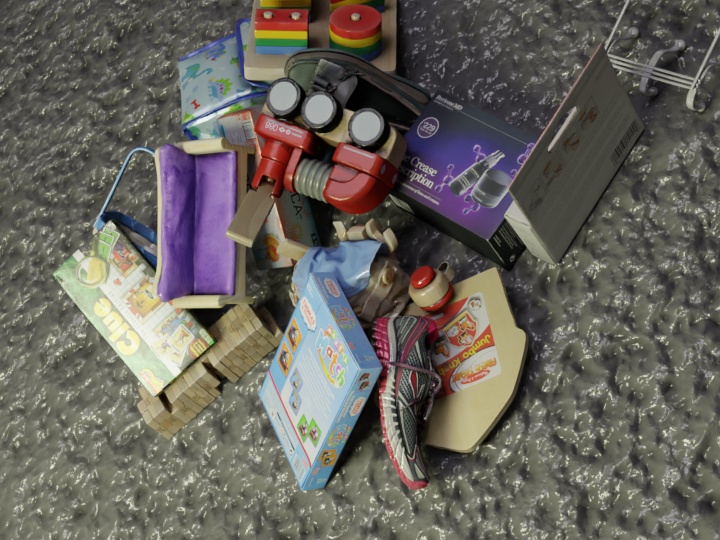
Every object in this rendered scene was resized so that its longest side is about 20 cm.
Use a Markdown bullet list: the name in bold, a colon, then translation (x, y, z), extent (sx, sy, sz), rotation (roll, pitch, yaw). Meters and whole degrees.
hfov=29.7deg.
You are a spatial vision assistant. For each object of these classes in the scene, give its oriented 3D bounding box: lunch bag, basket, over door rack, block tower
- **lunch bag**: translation (-0.142, -0.248, 1.839), extent (0.198, 0.128, 0.171), rotation (-22, 42, 10)
- **basket**: translation (-0.267, -0.036, 1.757), extent (0.175, 0.139, 0.201), rotation (35, 102, -4)
- **over door rack**: translation (0.377, -0.299, 1.602), extent (0.147, 0.066, 0.203), rotation (24, 97, 38)
- **block tower**: translation (-0.190, 0.121, 1.705), extent (0.199, 0.058, 0.054), rotation (-40, 51, 2)

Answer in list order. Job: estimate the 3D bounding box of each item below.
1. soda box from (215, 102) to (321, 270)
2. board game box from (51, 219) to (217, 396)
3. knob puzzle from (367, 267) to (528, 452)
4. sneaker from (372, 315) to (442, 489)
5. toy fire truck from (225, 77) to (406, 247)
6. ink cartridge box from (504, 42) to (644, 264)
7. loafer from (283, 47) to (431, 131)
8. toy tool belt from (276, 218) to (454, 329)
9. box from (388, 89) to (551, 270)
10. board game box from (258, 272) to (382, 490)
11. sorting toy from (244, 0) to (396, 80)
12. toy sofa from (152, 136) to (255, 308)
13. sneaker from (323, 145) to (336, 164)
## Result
- **soda box**: translation (-0.114, -0.107, 1.706), extent (0.063, 0.068, 0.203), rotation (-6, 103, 39)
- **board game box**: translation (-0.279, 0.046, 1.678), extent (0.105, 0.023, 0.200), rotation (-42, 87, 6)
- **knob puzzle**: translation (0.106, 0.118, 1.549), extent (0.217, 0.030, 0.222), rotation (-14, 59, 25)
- **sneaker**: translation (0.057, 0.141, 1.501), extent (0.074, 0.081, 0.203), rotation (-7, 66, 4)
- **toy fire truck**: translation (-0.062, -0.107, 1.595), extent (0.174, 0.129, 0.202), rotation (22, 88, 20)
- **ink cartridge box**: translation (0.231, -0.133, 1.530), extent (0.044, 0.176, 0.201), rotation (26, 77, 37)
- **loafer**: translation (-0.001, -0.225, 1.710), extent (0.063, 0.197, 0.072), rotation (-90, 18, -57)
- **toy tool belt**: translation (0.000, 0.000, 1.592), extent (0.198, 0.123, 0.126), rotation (-9, 38, 38)
- **box**: translation (0.136, -0.113, 1.639), extent (0.199, 0.079, 0.142), rotation (31, 78, 39)
- **board game box**: translation (-0.050, 0.127, 1.557), extent (0.152, 0.036, 0.201), rotation (61, 140, 39)
- **sorting toy**: translation (-0.049, -0.335, 1.794), extent (0.196, 0.070, 0.201), rotation (1, 41, 1)
- **toy sofa**: translation (-0.187, -0.056, 1.637), extent (0.082, 0.097, 0.203), rotation (-1, 87, 38)
- **sneaker**: translation (-0.049, -0.162, 1.731), extent (0.198, 0.077, 0.077), rotation (18, 31, 25)
